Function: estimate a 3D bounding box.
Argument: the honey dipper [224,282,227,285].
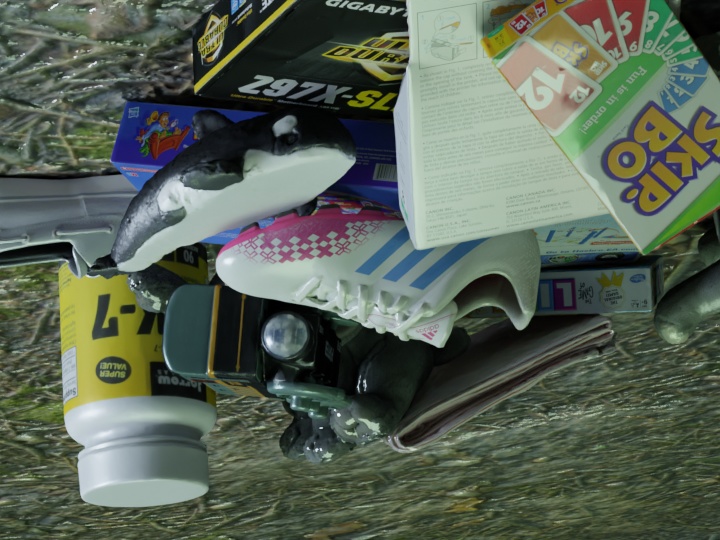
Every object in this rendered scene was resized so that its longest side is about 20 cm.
[{"bbox_3d":[0.000,0.000,1.500,0.200,0.038,0.038,-3,164,-31],"label":"honey dipper"}]

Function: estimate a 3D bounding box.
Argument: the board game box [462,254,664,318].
[{"bbox_3d":[0.132,0.013,1.663,0.200,0.034,0.134,-3,-176,13],"label":"board game box"}]

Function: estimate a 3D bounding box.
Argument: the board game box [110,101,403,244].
[{"bbox_3d":[-0.044,-0.055,1.386,0.200,0.045,0.134,6,161,20],"label":"board game box"}]

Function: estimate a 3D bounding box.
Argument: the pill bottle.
[{"bbox_3d":[-0.166,0.070,1.592,0.114,0.200,0.114,-5,163,-2],"label":"pill bottle"}]

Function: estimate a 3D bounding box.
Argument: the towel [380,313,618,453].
[{"bbox_3d":[0.092,0.081,1.652,0.191,0.032,0.200,-25,-174,-7],"label":"towel"}]

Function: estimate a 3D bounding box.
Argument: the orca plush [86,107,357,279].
[{"bbox_3d":[-0.087,-0.061,1.307,0.105,0.071,0.200,8,151,-36],"label":"orca plush"}]

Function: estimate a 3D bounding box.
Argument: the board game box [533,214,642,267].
[{"bbox_3d":[0.121,-0.057,1.514,0.200,0.056,0.196,-2,162,-8],"label":"board game box"}]

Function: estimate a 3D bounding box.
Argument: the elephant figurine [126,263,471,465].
[{"bbox_3d":[-0.044,0.031,1.556,0.141,0.200,0.155,-23,-164,31],"label":"elephant figurine"}]

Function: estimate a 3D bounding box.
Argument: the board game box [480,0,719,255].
[{"bbox_3d":[0.158,-0.088,1.199,0.096,0.030,0.200,-34,131,11],"label":"board game box"}]

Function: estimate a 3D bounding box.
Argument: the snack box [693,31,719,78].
[{"bbox_3d":[0.209,-0.109,1.337,0.200,0.037,0.116,-17,164,-7],"label":"snack box"}]

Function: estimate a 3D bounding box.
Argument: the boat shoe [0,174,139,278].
[{"bbox_3d":[-0.196,-0.027,1.496,0.200,0.069,0.072,1,161,-17],"label":"boat shoe"}]

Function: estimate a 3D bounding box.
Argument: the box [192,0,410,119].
[{"bbox_3d":[0.022,-0.140,1.242,0.200,0.049,0.160,5,162,-28],"label":"box"}]

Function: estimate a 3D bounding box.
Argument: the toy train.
[{"bbox_3d":[-0.064,0.050,1.410,0.114,0.085,0.200,5,174,5],"label":"toy train"}]

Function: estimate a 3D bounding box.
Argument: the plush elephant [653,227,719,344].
[{"bbox_3d":[0.354,0.024,1.633,0.200,0.155,0.165,-31,-171,28],"label":"plush elephant"}]

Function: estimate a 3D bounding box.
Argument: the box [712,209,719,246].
[{"bbox_3d":[0.360,-0.041,1.449,0.200,0.166,0.164,-13,161,25],"label":"box"}]

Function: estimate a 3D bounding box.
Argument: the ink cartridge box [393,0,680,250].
[{"bbox_3d":[0.099,-0.113,1.207,0.161,0.050,0.200,-11,127,-8],"label":"ink cartridge box"}]

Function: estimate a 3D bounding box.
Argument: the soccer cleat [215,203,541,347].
[{"bbox_3d":[0.013,0.007,1.298,0.200,0.086,0.070,-6,158,-4],"label":"soccer cleat"}]
